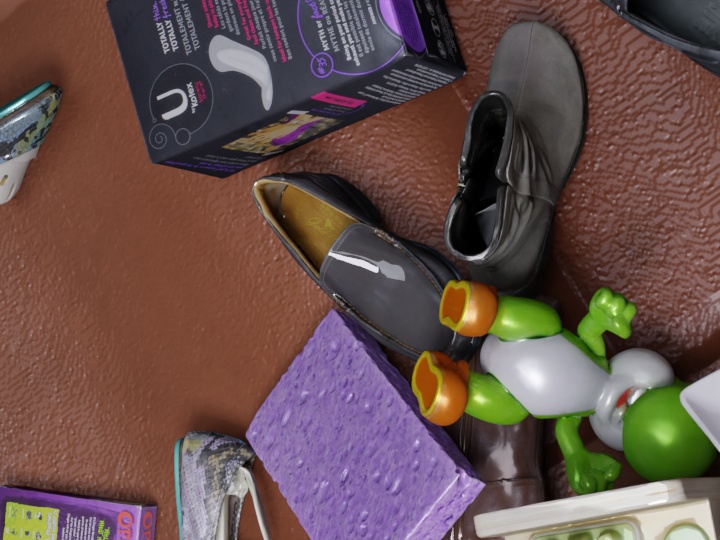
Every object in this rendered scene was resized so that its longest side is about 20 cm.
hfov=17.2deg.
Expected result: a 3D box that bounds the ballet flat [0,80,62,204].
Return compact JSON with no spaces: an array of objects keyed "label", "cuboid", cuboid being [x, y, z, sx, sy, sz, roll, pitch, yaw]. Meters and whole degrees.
[{"label":"ballet flat","cuboid":[-0.286,-0.069,1.721,0.199,0.074,0.075,-24,76,22]}]

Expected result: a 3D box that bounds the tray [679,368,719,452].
[{"label":"tray","cuboid":[0.300,0.069,1.413,0.199,0.022,0.108,-27,55,-11]}]

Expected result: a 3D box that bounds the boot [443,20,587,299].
[{"label":"boot","cuboid":[0.097,-0.084,1.490,0.067,0.131,0.201,4,71,14]}]

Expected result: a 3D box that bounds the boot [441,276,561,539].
[{"label":"boot","cuboid":[0.046,0.106,1.556,0.186,0.064,0.201,-5,81,24]}]

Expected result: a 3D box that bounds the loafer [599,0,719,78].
[{"label":"loafer","cuboid":[0.184,-0.189,1.510,0.200,0.070,0.068,41,101,22]}]

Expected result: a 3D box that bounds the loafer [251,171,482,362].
[{"label":"loafer","cuboid":[0.000,0.000,1.548,0.200,0.072,0.073,38,106,39]}]

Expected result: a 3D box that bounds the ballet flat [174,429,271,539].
[{"label":"ballet flat","cuboid":[-0.093,0.209,1.605,0.072,0.072,0.201,0,87,24]}]

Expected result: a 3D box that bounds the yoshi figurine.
[{"label":"yoshi figurine","cuboid":[0.140,0.076,1.444,0.112,0.199,0.112,130,151,-49]}]

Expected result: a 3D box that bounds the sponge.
[{"label":"sponge","cuboid":[-0.002,0.121,1.535,0.112,0.030,0.200,-54,38,13]}]

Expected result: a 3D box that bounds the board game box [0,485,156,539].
[{"label":"board game box","cuboid":[-0.209,0.257,1.672,0.120,0.032,0.201,6,89,28]}]

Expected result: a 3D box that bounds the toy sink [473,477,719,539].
[{"label":"toy sink","cuboid":[0.167,0.189,1.416,0.130,0.200,0.113,-13,80,22]}]

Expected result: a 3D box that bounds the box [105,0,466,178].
[{"label":"box","cuboid":[-0.050,-0.154,1.592,0.199,0.106,0.123,-20,79,21]}]
